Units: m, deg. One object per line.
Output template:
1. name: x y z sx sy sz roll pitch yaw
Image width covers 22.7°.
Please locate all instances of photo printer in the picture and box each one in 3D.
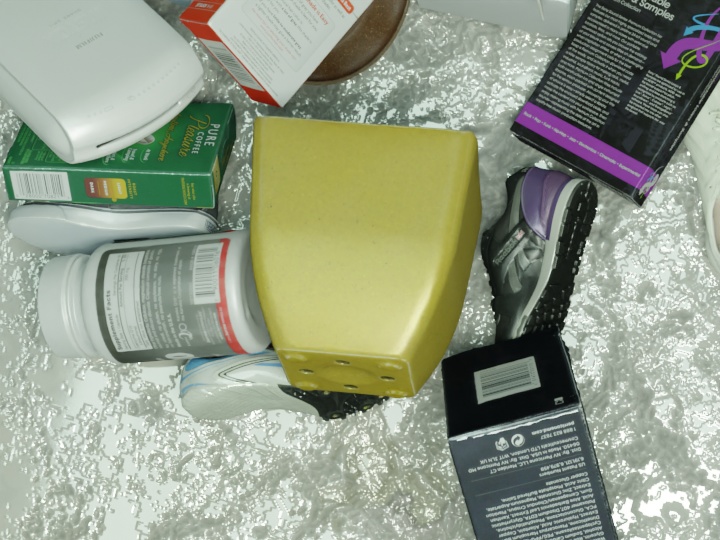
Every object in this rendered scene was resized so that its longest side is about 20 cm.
1. photo printer: -0.256 -0.194 1.657 0.166 0.070 0.200 -34 63 -26

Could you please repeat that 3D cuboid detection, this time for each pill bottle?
1. pill bottle: -0.186 0.027 1.651 0.199 0.114 0.114 -5 84 17

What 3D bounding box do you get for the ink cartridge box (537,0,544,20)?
1. ink cartridge box: 0.097 -0.306 1.499 0.067 0.117 0.201 -15 82 7

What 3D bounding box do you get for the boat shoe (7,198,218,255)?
1. boat shoe: -0.232 -0.058 1.694 0.199 0.072 0.068 -1 61 9

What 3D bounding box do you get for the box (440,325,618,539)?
1. box: 0.150 0.182 1.536 0.117 0.197 0.201 -16 105 6

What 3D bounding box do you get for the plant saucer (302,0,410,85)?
1. plant saucer: -0.043 -0.274 1.664 0.200 0.037 0.201 -7 103 -31

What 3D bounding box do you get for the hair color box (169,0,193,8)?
1. hair color box: -0.159 -0.299 1.668 0.199 0.061 0.099 23 88 -20

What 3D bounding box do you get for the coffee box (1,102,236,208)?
1. coffee box: -0.223 -0.110 1.674 0.199 0.123 0.044 1 127 6

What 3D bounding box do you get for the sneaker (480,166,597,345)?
1. sneaker: 0.148 0.003 1.655 0.087 0.076 0.201 20 92 32

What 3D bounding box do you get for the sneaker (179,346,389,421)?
1. sneaker: -0.069 0.098 1.665 0.199 0.072 0.073 -1 55 -1

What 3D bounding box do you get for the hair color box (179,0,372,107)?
1. hair color box: -0.054 -0.258 1.602 0.200 0.064 0.111 -50 122 -12

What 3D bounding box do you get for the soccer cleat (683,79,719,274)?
1. soccer cleat: 0.333 -0.093 1.627 0.069 0.078 0.201 -8 84 6

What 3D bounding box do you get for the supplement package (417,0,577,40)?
1. supplement package: 0.141 -0.336 1.633 0.151 0.151 0.201 14 87 7

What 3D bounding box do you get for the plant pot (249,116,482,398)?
1. plant pot: 0.000 0.000 1.573 0.193 0.196 0.201 4 69 7

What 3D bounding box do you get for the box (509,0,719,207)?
1. box: 0.249 -0.177 1.644 0.143 0.036 0.200 33 91 29
